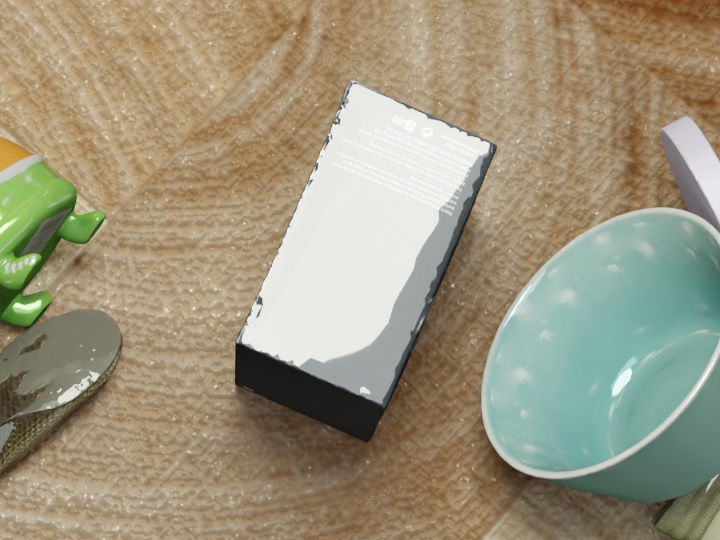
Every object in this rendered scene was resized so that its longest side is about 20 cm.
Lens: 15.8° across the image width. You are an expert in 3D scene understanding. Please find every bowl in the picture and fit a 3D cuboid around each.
[{"bbox_3d":[0.188,0.070,1.689,0.105,0.201,0.201,38,78,-34],"label":"bowl"}]

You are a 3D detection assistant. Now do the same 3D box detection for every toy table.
[{"bbox_3d":[0.292,-0.029,1.705,0.117,0.184,0.201,-26,116,0],"label":"toy table"}]

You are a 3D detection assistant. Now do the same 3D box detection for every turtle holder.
[{"bbox_3d":[-0.270,-0.013,1.711,0.132,0.186,0.141,40,49,5],"label":"turtle holder"}]

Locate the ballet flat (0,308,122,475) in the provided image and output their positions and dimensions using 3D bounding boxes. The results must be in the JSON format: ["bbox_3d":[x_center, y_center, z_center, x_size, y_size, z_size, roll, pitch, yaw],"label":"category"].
[{"bbox_3d":[-0.237,0.104,1.730,0.067,0.046,0.200,38,74,24],"label":"ballet flat"}]

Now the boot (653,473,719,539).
[{"bbox_3d":[0.304,0.127,1.730,0.154,0.072,0.200,33,81,6],"label":"boot"}]

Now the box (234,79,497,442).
[{"bbox_3d":[0.000,0.000,1.674,0.104,0.200,0.183,24,80,2],"label":"box"}]
